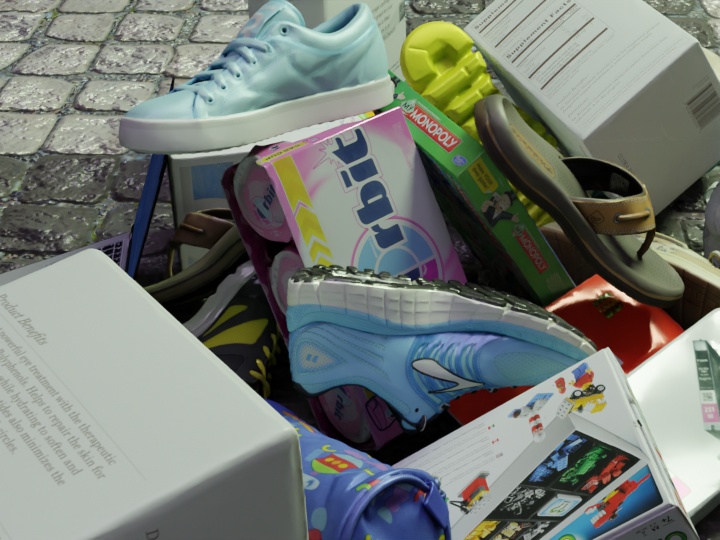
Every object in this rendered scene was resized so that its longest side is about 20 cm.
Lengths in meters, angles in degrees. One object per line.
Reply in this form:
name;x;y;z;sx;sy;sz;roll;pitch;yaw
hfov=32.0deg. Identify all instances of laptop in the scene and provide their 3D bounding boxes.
laptop;-0.208;-0.028;0.887;0.197;0.117;0.188;-18;25;1

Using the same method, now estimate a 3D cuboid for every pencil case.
pencil case;-0.030;0.123;0.693;0.087;0.079;0.199;-37;27;-25

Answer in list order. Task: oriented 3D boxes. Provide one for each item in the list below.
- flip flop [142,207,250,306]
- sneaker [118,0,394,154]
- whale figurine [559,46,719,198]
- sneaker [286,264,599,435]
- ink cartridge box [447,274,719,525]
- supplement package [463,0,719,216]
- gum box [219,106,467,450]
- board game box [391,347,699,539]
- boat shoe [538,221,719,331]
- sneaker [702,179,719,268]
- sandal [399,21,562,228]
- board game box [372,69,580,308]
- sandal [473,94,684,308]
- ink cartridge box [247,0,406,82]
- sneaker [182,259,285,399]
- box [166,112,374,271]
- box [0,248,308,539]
flip flop;-0.097;-0.026;0.910;0.081;0.199;0.058;-10;70;-58
sneaker;-0.069;-0.127;0.793;0.198;0.083;0.073;-20;17;-36
whale figurine;0.235;-0.105;1.077;0.199;0.104;0.159;-39;43;-8
sneaker;0.048;0.054;0.755;0.197;0.091;0.078;9;7;-9
ink cartridge box;0.169;0.078;0.796;0.199;0.044;0.174;-28;62;-33
supplement package;0.187;-0.150;0.985;0.109;0.114;0.201;-40;41;5
gum box;0.000;0.000;0.818;0.113;0.202;0.066;-26;8;-33
board game box;0.070;0.136;0.682;0.199;0.035;0.127;-30;33;13
boat shoe;0.217;0.001;0.921;0.062;0.074;0.199;-32;44;-33
sneaker;0.328;-0.006;0.929;0.074;0.115;0.202;-20;73;-25
sandal;0.100;-0.106;1.019;0.079;0.201;0.087;-31;-2;-10
board game box;0.086;-0.043;0.892;0.029;0.200;0.135;-42;43;-2
sandal;0.151;-0.049;0.808;0.054;0.200;0.082;-39;20;21
ink cartridge box;-0.025;-0.201;1.112;0.083;0.202;0.146;15;37;25
sneaker;-0.083;0.063;0.859;0.199;0.075;0.084;-37;52;-28
box;-0.054;-0.073;1.006;0.197;0.114;0.102;-8;32;-9
box;-0.144;0.137;0.629;0.170;0.202;0.198;-26;40;-28
